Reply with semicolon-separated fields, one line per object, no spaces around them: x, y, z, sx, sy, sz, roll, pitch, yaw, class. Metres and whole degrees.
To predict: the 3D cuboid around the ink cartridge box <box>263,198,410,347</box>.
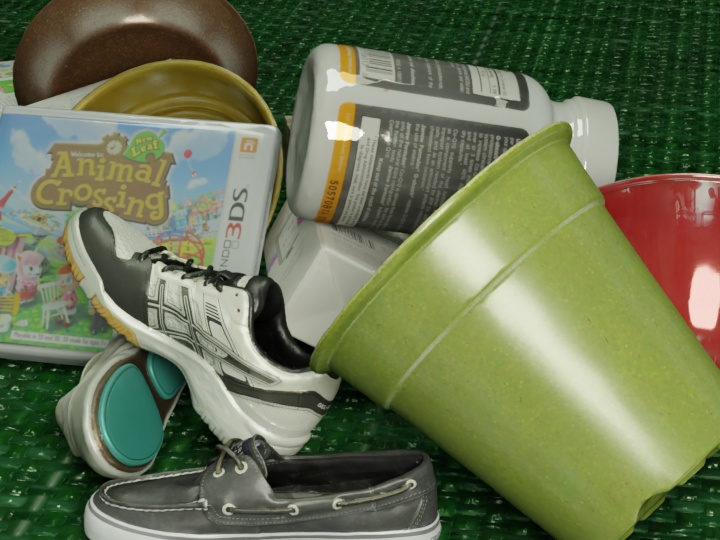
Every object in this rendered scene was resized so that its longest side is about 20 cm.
0.000;0.000;1.424;0.116;0.068;0.200;27;17;-14;ink cartridge box

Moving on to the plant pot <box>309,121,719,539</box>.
0.107;0.054;1.156;0.190;0.200;0.200;47;36;11;plant pot

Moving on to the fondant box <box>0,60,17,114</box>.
-0.255;-0.145;1.848;0.200;0.058;0.144;-8;23;-26;fondant box

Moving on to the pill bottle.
0.058;-0.077;1.350;0.200;0.117;0.116;8;20;-9;pill bottle

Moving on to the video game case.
-0.165;-0.022;1.417;0.200;0.182;0.022;5;-22;10;video game case

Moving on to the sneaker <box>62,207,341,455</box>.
-0.091;0.021;1.269;0.200;0.088;0.076;44;24;6;sneaker

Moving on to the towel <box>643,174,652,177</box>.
0.244;0.004;1.354;0.199;0.193;0.035;4;61;7;towel

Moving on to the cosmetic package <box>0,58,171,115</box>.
-0.233;-0.099;1.644;0.200;0.051;0.083;-17;35;4;cosmetic package

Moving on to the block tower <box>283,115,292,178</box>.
-0.027;-0.074;1.688;0.054;0.058;0.200;-1;20;-7;block tower

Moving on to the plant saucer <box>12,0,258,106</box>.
-0.180;-0.149;1.694;0.200;0.201;0.037;-2;41;-9;plant saucer

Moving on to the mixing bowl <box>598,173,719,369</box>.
0.204;0.038;1.280;0.200;0.200;0.109;4;62;7;mixing bowl

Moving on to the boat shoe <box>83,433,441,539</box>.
-0.054;0.122;1.162;0.199;0.066;0.070;3;21;3;boat shoe

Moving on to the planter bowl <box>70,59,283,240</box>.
-0.134;-0.044;1.502;0.200;0.201;0.083;12;-16;25;planter bowl

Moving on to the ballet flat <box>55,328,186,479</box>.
-0.150;0.079;1.284;0.069;0.070;0.200;5;23;9;ballet flat
